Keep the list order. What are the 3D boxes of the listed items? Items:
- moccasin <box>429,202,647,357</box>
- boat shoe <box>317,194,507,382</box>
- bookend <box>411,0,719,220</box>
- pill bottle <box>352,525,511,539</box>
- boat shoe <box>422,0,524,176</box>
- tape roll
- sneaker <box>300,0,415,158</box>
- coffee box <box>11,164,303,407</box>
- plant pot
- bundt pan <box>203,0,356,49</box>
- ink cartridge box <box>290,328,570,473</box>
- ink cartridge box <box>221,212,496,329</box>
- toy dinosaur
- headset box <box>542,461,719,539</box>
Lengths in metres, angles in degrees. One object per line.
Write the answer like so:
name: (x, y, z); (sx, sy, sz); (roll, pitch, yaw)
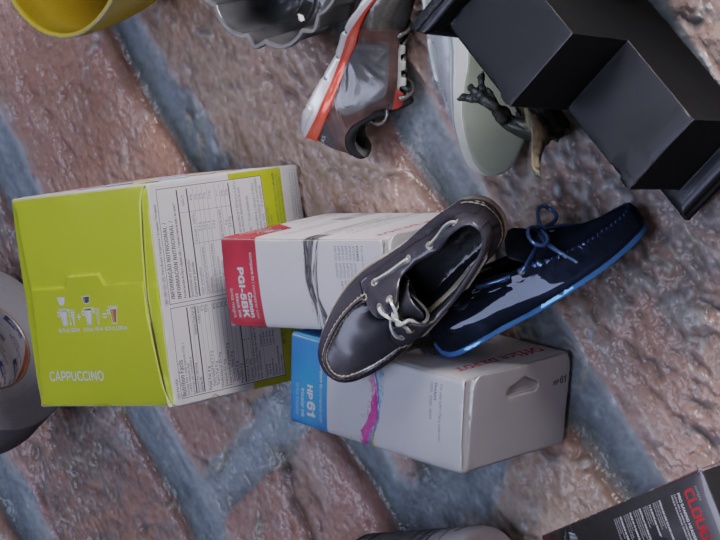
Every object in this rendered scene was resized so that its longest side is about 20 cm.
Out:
moccasin: (0.134, -0.003, 1.658); (0.199, 0.080, 0.069); (-32, 95, 9)
boat shoe: (0.034, 0.019, 1.632); (0.073, 0.063, 0.200); (45, 107, -3)
bookend: (0.174, -0.141, 1.552); (0.092, 0.198, 0.201); (-48, 66, 27)
pill bottle: (0.042, 0.287, 1.821); (0.199, 0.113, 0.115); (-11, 90, 44)
boat shoe: (0.092, -0.180, 1.729); (0.071, 0.069, 0.203); (2, 101, 63)
tape roll: (-0.405, 0.093, 2.149); (0.066, 0.199, 0.201); (-42, 69, 41)
sneaker: (0.022, -0.184, 1.799); (0.081, 0.077, 0.201); (32, 123, 4)
coffee box: (-0.181, 0.015, 1.923); (0.198, 0.197, 0.202); (-4, 95, 44)
plant pot: (-0.234, -0.325, 1.949); (0.199, 0.141, 0.202); (11, 106, 42)
bundt pan: (-0.059, -0.300, 1.833); (0.201, 0.075, 0.204); (10, 105, 43)
ink cartridge box: (0.058, 0.099, 1.748); (0.199, 0.144, 0.086); (12, 106, 41)
ink cartridge box: (0.000, 0.000, 1.784); (0.199, 0.146, 0.084); (1, 101, 44)
toy dinosaur: (0.126, -0.126, 1.617); (0.088, 0.200, 0.047); (43, 107, 0)
headset box: (0.259, 0.243, 1.632); (0.199, 0.077, 0.150); (-30, 77, 44)
